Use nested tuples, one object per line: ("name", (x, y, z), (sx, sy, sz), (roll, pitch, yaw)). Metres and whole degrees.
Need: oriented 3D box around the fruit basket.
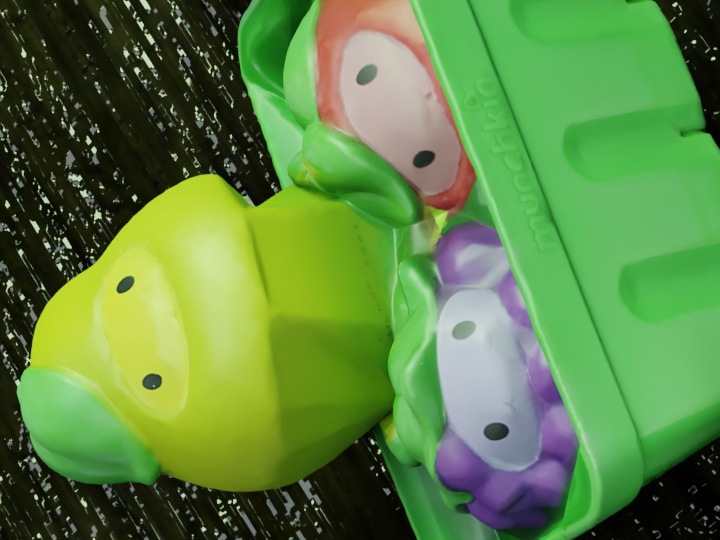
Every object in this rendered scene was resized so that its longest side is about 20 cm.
("fruit basket", (0.000, 0.000, 0.832), (0.216, 0.215, 0.156), (69, 157, 12))
